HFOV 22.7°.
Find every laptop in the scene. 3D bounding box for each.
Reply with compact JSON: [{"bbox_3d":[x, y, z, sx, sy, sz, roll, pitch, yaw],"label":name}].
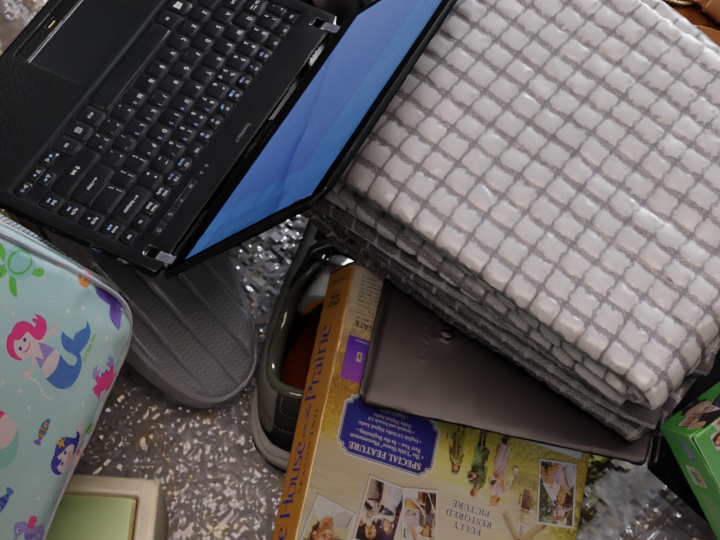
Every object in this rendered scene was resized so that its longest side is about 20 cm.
[{"bbox_3d":[0.116,0.016,0.863,0.115,0.200,0.188,-3,62,35],"label":"laptop"},{"bbox_3d":[-0.068,-0.096,0.776,0.199,0.104,0.178,24,54,12],"label":"laptop"}]

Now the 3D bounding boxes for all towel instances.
[{"bbox_3d":[0.093,-0.040,0.784,0.200,0.086,0.166,35,68,15],"label":"towel"}]

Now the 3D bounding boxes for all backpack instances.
[{"bbox_3d":[-0.206,0.039,0.731,0.200,0.150,0.178,35,70,-35],"label":"backpack"}]

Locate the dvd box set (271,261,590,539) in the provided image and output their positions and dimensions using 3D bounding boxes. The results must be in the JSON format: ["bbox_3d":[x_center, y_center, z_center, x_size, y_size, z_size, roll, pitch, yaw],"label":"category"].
[{"bbox_3d":[0.033,0.113,0.819,0.146,0.029,0.201,19,71,-23],"label":"dvd box set"}]

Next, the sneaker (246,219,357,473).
[{"bbox_3d":[0.000,0.000,0.883,0.074,0.079,0.201,15,66,7],"label":"sneaker"}]

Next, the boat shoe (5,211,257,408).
[{"bbox_3d":[-0.125,-0.016,0.892,0.072,0.062,0.200,-37,90,-24],"label":"boat shoe"}]

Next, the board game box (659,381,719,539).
[{"bbox_3d":[0.234,0.117,0.809,0.134,0.029,0.201,-33,106,-14],"label":"board game box"}]

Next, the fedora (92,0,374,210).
[{"bbox_3d":[-0.066,-0.102,0.909,0.199,0.092,0.201,4,51,-4],"label":"fedora"}]

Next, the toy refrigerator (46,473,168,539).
[{"bbox_3d":[-0.134,0.195,0.799,0.075,0.070,0.201,5,67,0],"label":"toy refrigerator"}]

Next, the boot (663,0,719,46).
[{"bbox_3d":[0.145,-0.160,0.961,0.199,0.074,0.155,15,71,7],"label":"boot"}]
